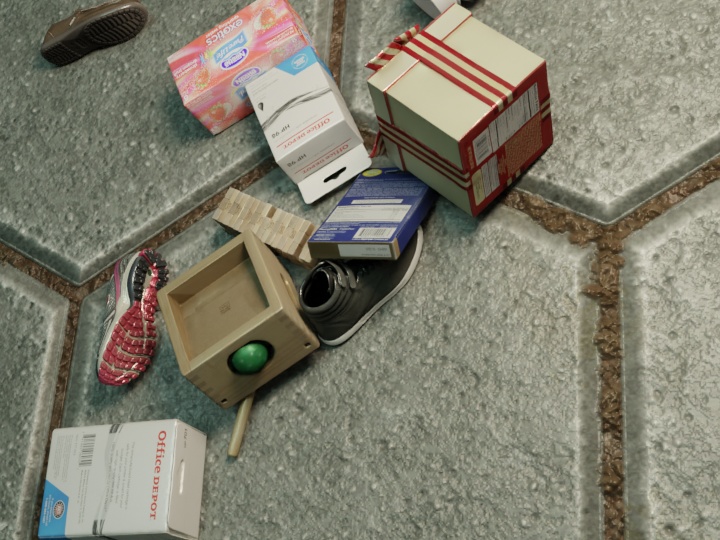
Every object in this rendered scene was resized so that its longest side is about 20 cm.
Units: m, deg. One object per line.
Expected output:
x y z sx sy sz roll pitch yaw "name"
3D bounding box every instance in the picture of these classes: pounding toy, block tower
-0.157 0.096 1.543 0.183 0.142 0.201 -34 47 7 "pounding toy"
-0.115 -0.054 1.619 0.199 0.058 0.054 23 78 32 "block tower"

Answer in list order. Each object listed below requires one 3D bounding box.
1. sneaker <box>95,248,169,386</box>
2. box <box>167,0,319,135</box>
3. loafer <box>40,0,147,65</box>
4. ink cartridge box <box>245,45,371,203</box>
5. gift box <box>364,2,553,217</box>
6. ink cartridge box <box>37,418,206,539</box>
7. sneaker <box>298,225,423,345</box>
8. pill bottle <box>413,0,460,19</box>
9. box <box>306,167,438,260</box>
-0.328 0.069 1.658 0.074 0.081 0.201 -9 56 37 "sneaker"
-0.170 -0.304 1.733 0.199 0.095 0.103 -29 59 11 "box"
-0.437 -0.405 1.915 0.198 0.073 0.072 -17 63 17 "loafer"
-0.074 -0.206 1.652 0.115 0.067 0.201 -31 54 9 "ink cartridge box"
0.110 -0.202 1.486 0.200 0.185 0.186 -39 56 -19 "gift box"
-0.310 0.281 1.544 0.198 0.086 0.148 -7 66 21 "ink cartridge box"
0.000 0.000 1.516 0.200 0.099 0.071 -49 55 -3 "sneaker"
0.150 -0.450 1.636 0.200 0.113 0.113 -47 57 -1 "pill bottle"
0.025 -0.077 1.538 0.120 0.033 0.200 1 34 25 "box"
